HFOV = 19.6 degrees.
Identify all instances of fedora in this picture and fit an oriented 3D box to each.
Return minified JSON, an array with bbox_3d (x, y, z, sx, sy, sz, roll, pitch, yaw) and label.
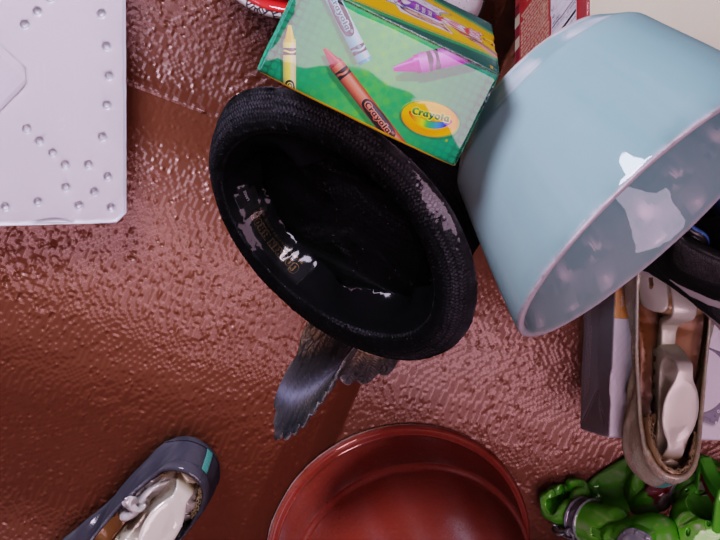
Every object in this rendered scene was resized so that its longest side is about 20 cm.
[{"bbox_3d":[0.006,-0.044,1.260,0.092,0.200,0.201,-42,117,-36],"label":"fedora"}]

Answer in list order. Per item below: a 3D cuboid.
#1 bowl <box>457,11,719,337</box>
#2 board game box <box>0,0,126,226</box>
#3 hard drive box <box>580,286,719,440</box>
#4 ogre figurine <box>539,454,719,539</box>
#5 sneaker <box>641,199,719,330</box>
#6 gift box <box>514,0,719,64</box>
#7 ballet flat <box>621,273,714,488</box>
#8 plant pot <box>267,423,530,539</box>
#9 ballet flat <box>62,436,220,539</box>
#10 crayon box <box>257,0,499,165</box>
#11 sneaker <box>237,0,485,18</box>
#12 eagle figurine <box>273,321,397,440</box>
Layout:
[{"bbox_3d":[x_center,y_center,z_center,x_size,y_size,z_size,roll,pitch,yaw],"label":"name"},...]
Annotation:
[{"bbox_3d":[0.131,-0.067,1.175,0.201,0.201,0.105,-44,73,5],"label":"bowl"},{"bbox_3d":[-0.253,-0.128,1.358,0.199,0.026,0.201,-2,108,-10],"label":"board game box"},{"bbox_3d":[0.261,0.040,1.465,0.199,0.077,0.157,1,91,-10],"label":"hard drive box"},{"bbox_3d":[0.240,0.174,1.509,0.199,0.120,0.099,13,104,-14],"label":"ogre figurine"},{"bbox_3d":[0.194,-0.039,1.323,0.073,0.200,0.112,-47,148,-13],"label":"sneaker"},{"bbox_3d":[0.209,-0.185,1.330,0.186,0.185,0.201,7,76,-11],"label":"gift box"},{"bbox_3d":[0.211,0.045,1.386,0.067,0.062,0.201,0,90,-9],"label":"ballet flat"},{"bbox_3d":[0.046,0.237,1.451,0.200,0.195,0.202,-4,110,-10],"label":"plant pot"},{"bbox_3d":[-0.171,0.202,1.463,0.073,0.073,0.200,38,98,-20],"label":"ballet flat"},{"bbox_3d":[0.013,-0.128,1.191,0.118,0.200,0.058,25,104,-4],"label":"crayon box"},{"bbox_3d":[-0.005,-0.183,1.345,0.200,0.108,0.068,14,106,-16],"label":"sneaker"},{"bbox_3d":[-0.004,0.000,1.402,0.151,0.151,0.201,-11,99,-18],"label":"eagle figurine"}]
